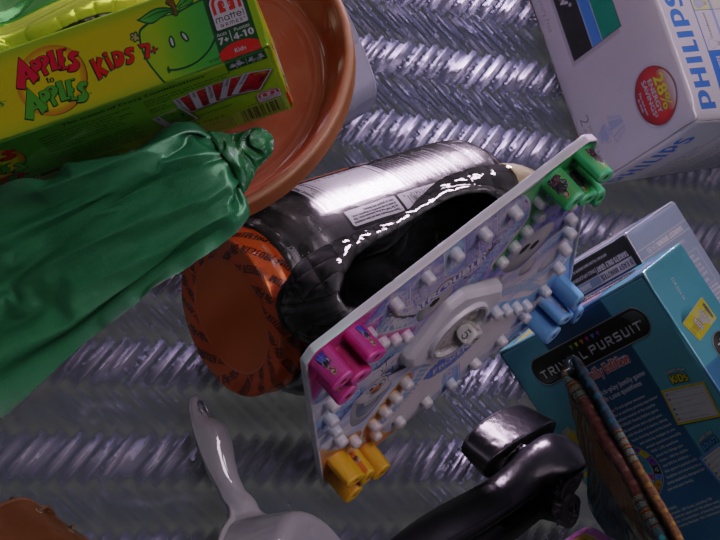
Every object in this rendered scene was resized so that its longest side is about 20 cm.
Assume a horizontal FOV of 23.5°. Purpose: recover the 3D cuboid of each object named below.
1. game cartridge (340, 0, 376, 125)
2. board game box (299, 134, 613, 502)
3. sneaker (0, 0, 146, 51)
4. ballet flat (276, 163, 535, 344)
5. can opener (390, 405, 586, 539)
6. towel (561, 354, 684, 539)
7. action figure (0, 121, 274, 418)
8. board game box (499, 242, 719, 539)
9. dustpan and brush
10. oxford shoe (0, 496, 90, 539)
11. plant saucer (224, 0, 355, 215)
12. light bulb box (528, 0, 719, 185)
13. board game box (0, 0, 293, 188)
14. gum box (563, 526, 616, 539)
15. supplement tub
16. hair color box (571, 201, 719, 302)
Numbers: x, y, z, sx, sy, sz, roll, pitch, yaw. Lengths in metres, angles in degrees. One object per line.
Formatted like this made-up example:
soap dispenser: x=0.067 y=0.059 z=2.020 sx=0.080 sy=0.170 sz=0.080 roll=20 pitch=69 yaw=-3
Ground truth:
game cartridge: x=-0.078 y=-0.170 z=1.113 sx=0.133 sy=0.041 sz=0.201 roll=-33 pitch=90 yaw=-42
board game box: x=0.056 y=0.034 z=0.972 sx=0.199 sy=0.200 sz=0.026 roll=-37 pitch=69 yaw=-15
sneaker: x=-0.216 y=-0.133 z=0.979 sx=0.198 sy=0.075 sz=0.084 roll=-10 pitch=35 yaw=-17
ballet flat: x=0.039 y=-0.007 z=0.951 sx=0.199 sy=0.057 sz=0.067 roll=-28 pitch=106 yaw=-36
can opener: x=0.074 y=0.150 z=1.055 sx=0.078 sy=0.064 sz=0.200 roll=22 pitch=34 yaw=29
towel: x=0.158 y=0.148 z=0.980 sx=0.022 sy=0.200 sz=0.147 roll=-27 pitch=59 yaw=-1
action figure: x=-0.133 y=-0.021 z=0.931 sx=0.199 sy=0.055 sz=0.119 roll=-29 pitch=90 yaw=3
board game box: x=0.199 y=0.101 z=1.100 sx=0.047 sy=0.151 sz=0.201 roll=-33 pitch=89 yaw=-39
dustpan and brush: x=-0.049 y=0.158 z=0.964 sx=0.139 sy=0.057 sz=0.202 roll=13 pitch=58 yaw=-63
oxford shoe: x=-0.158 y=0.153 z=0.899 sx=0.198 sy=0.071 sz=0.072 roll=13 pitch=54 yaw=-29
plant saucer: x=-0.100 y=-0.111 z=1.010 sx=0.198 sy=0.032 sz=0.202 roll=-4 pitch=64 yaw=9
light bulb box: x=0.245 y=-0.182 z=1.272 sx=0.199 sy=0.125 sz=0.200 roll=-9 pitch=75 yaw=-35
board game box: x=-0.142 y=-0.091 z=0.929 sx=0.198 sy=0.102 sz=0.048 roll=-19 pitch=76 yaw=1
gum box: x=0.110 y=0.205 z=0.960 sx=0.113 sy=0.200 sz=0.066 roll=-31 pitch=89 yaw=-5
supplement tub: x=0.000 y=0.000 z=1.033 sx=0.199 sy=0.122 sz=0.123 roll=-19 pitch=81 yaw=-37
hair color box: x=0.215 y=0.067 z=1.159 sx=0.060 sy=0.099 sz=0.201 roll=-31 pitch=88 yaw=-38
